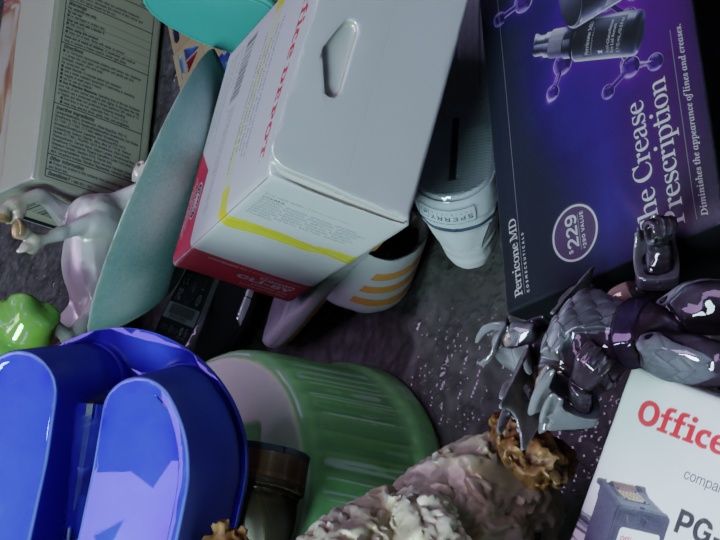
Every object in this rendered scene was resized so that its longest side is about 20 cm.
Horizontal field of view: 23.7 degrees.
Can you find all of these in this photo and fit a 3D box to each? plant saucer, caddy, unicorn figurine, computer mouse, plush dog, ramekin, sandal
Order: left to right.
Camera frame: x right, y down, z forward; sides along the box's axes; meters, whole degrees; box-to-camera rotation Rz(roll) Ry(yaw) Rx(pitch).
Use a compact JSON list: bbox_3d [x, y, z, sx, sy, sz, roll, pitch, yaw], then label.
[{"bbox_3d":[-0.193,-0.012,1.224,0.074,0.137,0.201,27,112,44],"label":"unicorn figurine"},{"bbox_3d":[-0.135,0.128,0.863,0.141,0.105,0.201,12,87,13],"label":"caddy"},{"bbox_3d":[-0.118,-0.043,1.105,0.201,0.039,0.202,-157,90,-88],"label":"plant saucer"},{"bbox_3d":[-0.068,-0.005,1.120,0.140,0.046,0.201,3,68,62],"label":"computer mouse"},{"bbox_3d":[-0.053,0.143,1.008,0.199,0.097,0.201,-21,60,42],"label":"ramekin"},{"bbox_3d":[0.001,-0.007,1.045,0.207,0.059,0.080,132,156,-55],"label":"sandal"},{"bbox_3d":[0.031,0.148,0.837,0.160,0.171,0.201,41,141,22],"label":"plush dog"}]

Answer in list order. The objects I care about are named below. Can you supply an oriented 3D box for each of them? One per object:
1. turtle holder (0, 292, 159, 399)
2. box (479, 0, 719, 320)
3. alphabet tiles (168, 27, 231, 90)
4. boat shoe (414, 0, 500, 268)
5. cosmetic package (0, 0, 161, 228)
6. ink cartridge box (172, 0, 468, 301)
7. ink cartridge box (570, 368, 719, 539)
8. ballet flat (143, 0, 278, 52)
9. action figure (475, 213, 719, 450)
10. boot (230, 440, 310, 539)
[{"bbox_3d":[-0.182,0.114,1.128,0.132,0.140,0.186,-52,33,43],"label":"turtle holder"},{"bbox_3d":[0.142,-0.082,0.893,0.141,0.079,0.201,-28,56,43],"label":"box"},{"bbox_3d":[-0.072,-0.203,1.238,0.200,0.006,0.167,-40,48,32],"label":"alphabet tiles"},{"bbox_3d":[0.060,-0.088,0.990,0.073,0.067,0.201,2,49,14],"label":"boat shoe"},{"bbox_3d":[-0.219,-0.139,1.306,0.087,0.103,0.201,-15,63,46],"label":"cosmetic package"},{"bbox_3d":[-0.027,-0.078,0.959,0.200,0.083,0.146,148,139,-67],"label":"ink cartridge box"},{"bbox_3d":[0.163,0.159,0.766,0.144,0.084,0.201,19,90,50],"label":"ink cartridge box"},{"bbox_3d":[-0.036,-0.164,1.073,0.067,0.199,0.067,94,-164,-55],"label":"ballet flat"},{"bbox_3d":[0.135,0.025,0.750,0.199,0.070,0.130,-5,42,36],"label":"action figure"},{"bbox_3d":[-0.114,0.149,0.940,0.199,0.075,0.098,-12,63,44],"label":"boot"}]
